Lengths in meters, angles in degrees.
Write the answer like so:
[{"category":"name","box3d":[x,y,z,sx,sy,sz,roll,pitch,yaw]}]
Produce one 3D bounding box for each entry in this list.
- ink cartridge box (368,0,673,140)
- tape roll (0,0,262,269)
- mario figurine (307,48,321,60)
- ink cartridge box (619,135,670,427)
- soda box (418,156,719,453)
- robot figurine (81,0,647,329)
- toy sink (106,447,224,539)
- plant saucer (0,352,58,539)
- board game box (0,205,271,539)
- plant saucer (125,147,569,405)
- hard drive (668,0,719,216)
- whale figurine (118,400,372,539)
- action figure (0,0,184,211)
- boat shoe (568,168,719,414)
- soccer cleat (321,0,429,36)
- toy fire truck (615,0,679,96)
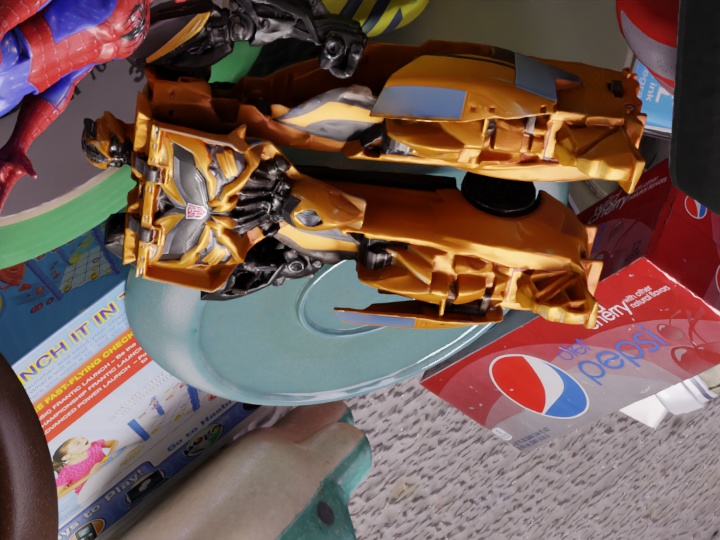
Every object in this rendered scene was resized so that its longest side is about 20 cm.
[{"category":"ink cartridge box","box3d":[0.119,-0.102,0.906,0.199,0.144,0.085,9,95,-49]},{"category":"tape roll","box3d":[-0.119,-0.085,0.770,0.200,0.048,0.201,-32,154,-18]},{"category":"mario figurine","box3d":[0.018,-0.020,0.996,0.122,0.107,0.201,-9,141,-13]},{"category":"ink cartridge box","box3d":[0.176,-0.041,1.146,0.147,0.085,0.201,-71,-173,-54]},{"category":"soda box","box3d":[0.108,0.018,0.969,0.200,0.070,0.064,-34,-155,57]},{"category":"robot figurine","box3d":[-0.003,-0.034,0.781,0.198,0.058,0.146,4,132,-7]},{"category":"toy sink","box3d":[-0.084,0.184,1.154,0.130,0.200,0.113,-30,124,-22]},{"category":"plant saucer","box3d":[-0.201,0.084,0.751,0.199,0.201,0.032,-28,177,-25]},{"category":"board game box","box3d":[-0.133,0.055,0.966,0.199,0.056,0.196,-38,155,-7]},{"category":"plant saucer","box3d":[0.000,0.000,0.901,0.198,0.028,0.201,-16,146,-11]},{"category":"hard drive","box3d":[0.181,-0.123,0.722,0.200,0.033,0.140,-40,148,-25]},{"category":"whale figurine","box3d":[-0.045,0.135,1.043,0.159,0.104,0.200,-38,-176,22]},{"category":"action figure","box3d":[-0.124,-0.060,0.695,0.199,0.052,0.066,-34,150,-20]},{"category":"boat shoe","box3d":[0.130,-0.018,1.051,0.062,0.072,0.200,-32,115,14]},{"category":"soccer cleat","box3d":[0.011,-0.123,0.758,0.200,0.083,0.065,38,61,-74]},{"category":"toy fire truck","box3d":[0.150,-0.160,0.722,0.201,0.049,0.141,-54,150,0]}]
